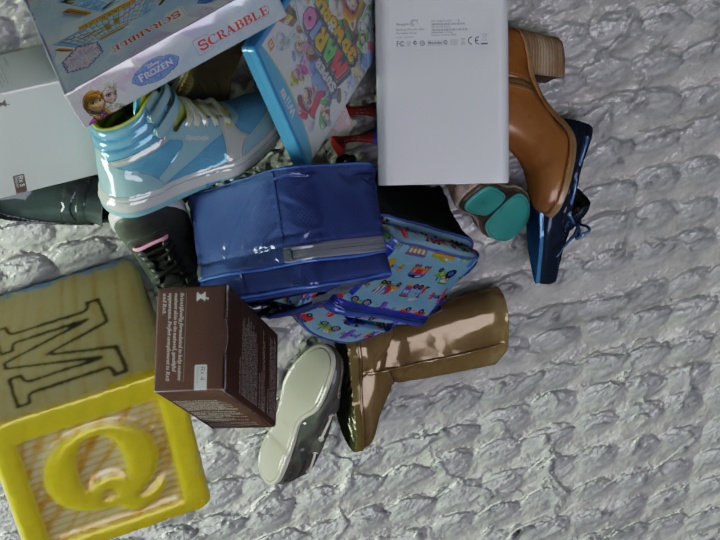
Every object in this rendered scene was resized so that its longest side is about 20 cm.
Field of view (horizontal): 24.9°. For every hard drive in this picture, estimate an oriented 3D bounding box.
[{"bbox_3d":[0.081,-0.187,1.620,0.131,0.026,0.201,-1,99,-1],"label":"hard drive"}]

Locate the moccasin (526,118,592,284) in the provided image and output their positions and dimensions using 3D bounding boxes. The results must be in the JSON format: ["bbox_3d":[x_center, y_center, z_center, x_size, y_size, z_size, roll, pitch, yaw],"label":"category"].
[{"bbox_3d":[0.225,-0.071,1.808,0.068,0.081,0.201,-3,126,-8],"label":"moccasin"}]

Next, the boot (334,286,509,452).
[{"bbox_3d":[0.073,0.117,1.885,0.199,0.066,0.176,-12,127,-17],"label":"boot"}]

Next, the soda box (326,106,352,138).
[{"bbox_3d":[-0.076,-0.216,1.589,0.068,0.064,0.200,-28,129,-4],"label":"soda box"}]

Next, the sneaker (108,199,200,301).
[{"bbox_3d":[-0.187,-0.006,1.605,0.070,0.100,0.200,-19,162,5],"label":"sneaker"}]

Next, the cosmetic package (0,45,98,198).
[{"bbox_3d":[-0.299,-0.144,1.529,0.199,0.081,0.113,-16,127,-13],"label":"cosmetic package"}]

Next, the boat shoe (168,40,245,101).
[{"bbox_3d":[-0.163,-0.192,1.562,0.071,0.066,0.201,-7,148,-30],"label":"boat shoe"}]

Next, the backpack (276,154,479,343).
[{"bbox_3d":[0.000,0.000,1.717,0.182,0.135,0.200,17,125,-45],"label":"backpack"}]

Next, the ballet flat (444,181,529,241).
[{"bbox_3d":[0.133,-0.086,1.758,0.068,0.067,0.200,-40,159,5],"label":"ballet flat"}]

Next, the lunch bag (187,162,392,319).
[{"bbox_3d":[-0.074,-0.023,1.576,0.135,0.200,0.133,-6,86,-41],"label":"lunch bag"}]

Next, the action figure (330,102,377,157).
[{"bbox_3d":[0.071,-0.151,1.711,0.199,0.052,0.066,-8,121,-22],"label":"action figure"}]

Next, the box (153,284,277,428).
[{"bbox_3d":[-0.135,0.087,1.560,0.075,0.101,0.200,-2,164,9],"label":"box"}]

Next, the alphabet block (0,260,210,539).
[{"bbox_3d":[-0.281,0.139,1.657,0.195,0.200,0.196,-19,128,-11],"label":"alphabet block"}]

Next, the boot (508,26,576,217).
[{"bbox_3d":[0.137,-0.155,1.667,0.154,0.077,0.201,1,86,-22],"label":"boot"}]

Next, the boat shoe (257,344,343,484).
[{"bbox_3d":[-0.058,0.161,1.864,0.057,0.067,0.201,-3,130,-41],"label":"boat shoe"}]

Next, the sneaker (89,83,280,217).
[{"bbox_3d":[-0.160,-0.143,1.501,0.200,0.079,0.131,-32,135,-23],"label":"sneaker"}]

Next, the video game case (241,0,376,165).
[{"bbox_3d":[-0.039,-0.217,1.547,0.200,0.018,0.143,-61,142,-36],"label":"video game case"}]

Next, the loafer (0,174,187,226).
[{"bbox_3d":[-0.267,-0.077,1.596,0.200,0.070,0.068,-7,125,-19],"label":"loafer"}]

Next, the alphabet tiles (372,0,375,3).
[{"bbox_3d":[0.091,-0.336,1.615,0.166,0.006,0.201,-10,126,-17],"label":"alphabet tiles"}]

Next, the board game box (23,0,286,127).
[{"bbox_3d":[-0.186,-0.233,1.441,0.199,0.200,0.041,-29,130,-2],"label":"board game box"}]
